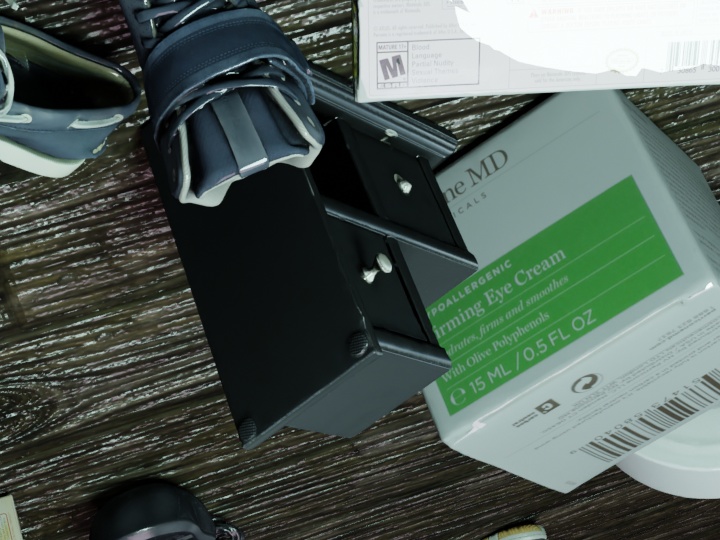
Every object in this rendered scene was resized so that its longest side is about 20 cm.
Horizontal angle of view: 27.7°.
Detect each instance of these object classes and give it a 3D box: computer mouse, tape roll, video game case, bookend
[{"bbox_3d":[-0.176,0.214,1.206,0.137,0.053,0.200,-20,162,-3],"label":"computer mouse"},{"bbox_3d":[0.257,0.065,1.098,0.200,0.204,0.071,-23,151,1],"label":"tape roll"},{"bbox_3d":[0.092,-0.167,0.628,0.197,0.036,0.183,-4,117,-4],"label":"video game case"},{"bbox_3d":[0.000,0.000,0.808,0.092,0.202,0.198,-36,148,25],"label":"bookend"}]

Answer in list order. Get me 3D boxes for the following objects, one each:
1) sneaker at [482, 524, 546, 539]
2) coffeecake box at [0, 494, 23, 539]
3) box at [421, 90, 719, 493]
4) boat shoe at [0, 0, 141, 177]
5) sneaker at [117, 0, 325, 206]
[{"bbox_3d":[0.145,0.360,1.634,0.075,0.088,0.200,11,135,-43],"label":"sneaker"},{"bbox_3d":[-0.353,0.260,1.126,0.198,0.074,0.154,-14,151,-15],"label":"coffeecake box"},{"bbox_3d":[0.146,0.015,0.964,0.198,0.173,0.199,-33,149,19],"label":"box"},{"bbox_3d":[-0.177,-0.092,0.657,0.062,0.076,0.199,-33,151,22],"label":"boat shoe"},{"bbox_3d":[-0.071,-0.118,0.617,0.076,0.147,0.203,-19,150,-1],"label":"sneaker"}]
